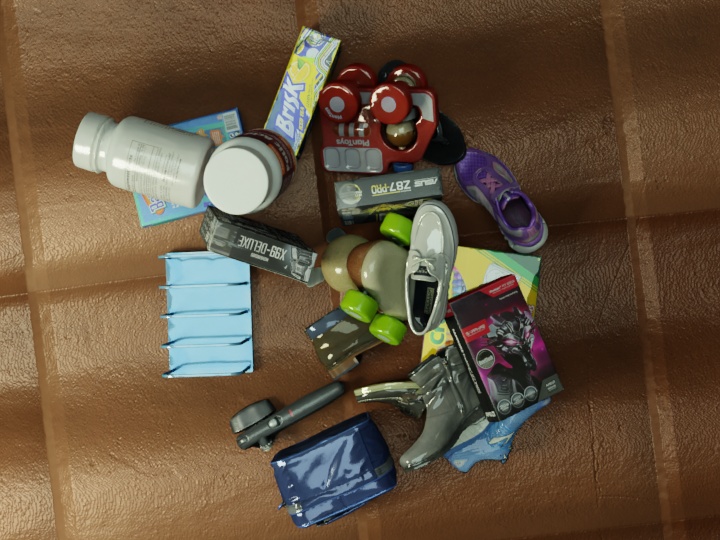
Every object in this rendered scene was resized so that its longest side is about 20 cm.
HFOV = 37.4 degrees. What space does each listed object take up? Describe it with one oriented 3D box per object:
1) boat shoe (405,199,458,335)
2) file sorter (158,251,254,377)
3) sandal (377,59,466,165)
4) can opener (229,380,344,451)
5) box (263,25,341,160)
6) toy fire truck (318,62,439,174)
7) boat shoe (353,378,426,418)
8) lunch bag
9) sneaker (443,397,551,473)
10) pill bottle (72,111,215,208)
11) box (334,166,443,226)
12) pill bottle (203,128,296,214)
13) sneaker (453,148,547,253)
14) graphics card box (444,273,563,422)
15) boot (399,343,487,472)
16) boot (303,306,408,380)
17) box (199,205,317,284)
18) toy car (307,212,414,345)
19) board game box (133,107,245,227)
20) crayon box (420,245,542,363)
[{"bbox_3d":[0.098,-0.002,1.574,0.072,0.066,0.201,13,109,17],"label":"boat shoe"},{"bbox_3d":[-0.249,0.070,1.695,0.138,0.123,0.201,-2,91,1],"label":"file sorter"},{"bbox_3d":[0.093,-0.249,1.716,0.076,0.043,0.200,-40,83,15],"label":"sandal"},{"bbox_3d":[-0.114,0.231,1.722,0.199,0.063,0.079,-25,89,1],"label":"can opener"},{"bbox_3d":[-0.096,-0.285,1.721,0.070,0.064,0.201,21,91,1],"label":"box"},{"bbox_3d":[0.028,-0.230,1.680,0.199,0.112,0.169,5,119,18],"label":"toy fire truck"},{"bbox_3d":[0.090,0.206,1.715,0.199,0.073,0.065,-4,85,1],"label":"boat shoe"},{"bbox_3d":[-0.045,0.326,1.685,0.199,0.136,0.133,-25,89,2],"label":"lunch bag"},{"bbox_3d":[0.224,0.256,1.720,0.200,0.079,0.089,-34,101,7],"label":"sneaker"},{"bbox_3d":[-0.336,-0.176,1.654,0.199,0.114,0.115,16,90,2],"label":"pill bottle"},{"bbox_3d":[0.044,-0.112,1.650,0.160,0.200,0.049,-6,85,0],"label":"box"},{"bbox_3d":[-0.166,-0.149,1.601,0.113,0.200,0.115,1,103,6],"label":"pill bottle"},{"bbox_3d":[0.223,-0.121,1.694,0.080,0.088,0.200,-39,75,3],"label":"sneaker"},{"bbox_3d":[0.217,0.120,1.647,0.125,0.051,0.201,-22,89,-20],"label":"graphics card box"},{"bbox_3d":[0.111,0.209,1.660,0.200,0.070,0.132,-38,95,-19],"label":"boot"},{"bbox_3d":[0.004,0.079,1.715,0.200,0.075,0.097,-40,92,3],"label":"boot"},{"bbox_3d":[-0.161,-0.044,1.636,0.157,0.200,0.050,18,96,-16],"label":"box"},{"bbox_3d":[0.000,0.000,1.678,0.199,0.158,0.165,15,72,44],"label":"toy car"},{"bbox_3d":[-0.276,-0.166,1.733,0.199,0.045,0.153,-13,91,0],"label":"board game box"},{"bbox_3d":[0.193,0.066,1.719,0.172,0.058,0.201,7,90,1],"label":"crayon box"}]
